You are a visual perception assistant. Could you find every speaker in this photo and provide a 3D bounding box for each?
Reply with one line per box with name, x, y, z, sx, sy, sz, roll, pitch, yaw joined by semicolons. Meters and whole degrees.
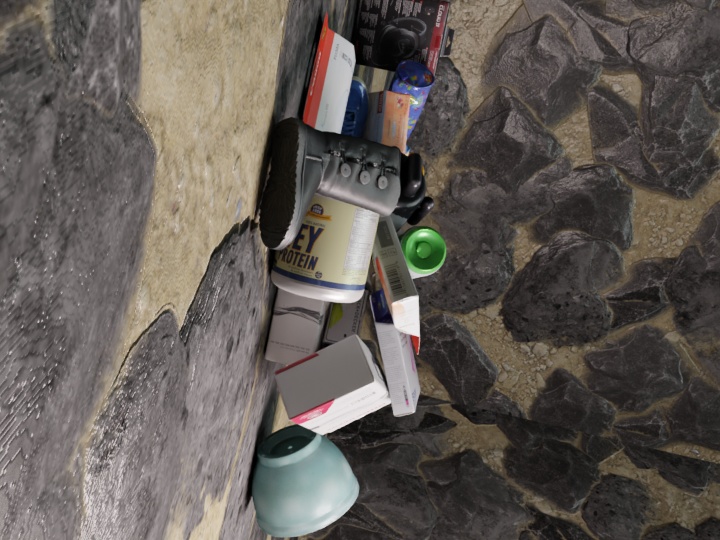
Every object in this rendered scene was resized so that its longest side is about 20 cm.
speaker;0.096;-0.030;1.379;0.200;0.087;0.090;155;-53;-82

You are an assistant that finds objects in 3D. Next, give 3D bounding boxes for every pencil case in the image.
pencil case;0.076;-0.318;1.541;0.078;0.086;0.201;56;-39;27

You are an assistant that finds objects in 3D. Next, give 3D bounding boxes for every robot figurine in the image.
robot figurine;0.041;-0.131;1.375;0.125;0.151;0.200;-38;173;-36

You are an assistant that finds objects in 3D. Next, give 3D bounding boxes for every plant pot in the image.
plant pot;-0.115;0.367;1.412;0.201;0.197;0.136;-68;143;-72

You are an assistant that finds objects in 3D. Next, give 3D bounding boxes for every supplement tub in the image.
supplement tub;-0.047;-0.066;1.147;0.145;0.143;0.203;-53;155;-82

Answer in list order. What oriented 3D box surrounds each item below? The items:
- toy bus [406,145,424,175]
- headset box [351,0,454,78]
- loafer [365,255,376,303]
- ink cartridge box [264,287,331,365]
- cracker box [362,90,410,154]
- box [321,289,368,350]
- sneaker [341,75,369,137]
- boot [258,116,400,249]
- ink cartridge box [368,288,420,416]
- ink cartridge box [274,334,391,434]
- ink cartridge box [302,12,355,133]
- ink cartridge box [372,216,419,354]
toy bus;0.043;-0.258;1.697;0.137;0.197;0.194;-77;170;-51
headset box;0.087;-0.473;1.537;0.077;0.197;0.151;-70;171;-69
loafer;0.000;0.000;1.355;0.200;0.074;0.071;92;13;-69
ink cartridge box;-0.094;0.053;1.306;0.145;0.083;0.203;-28;130;-85
cracker box;0.022;-0.269;1.490;0.199;0.057;0.136;17;-78;63
box;-0.034;0.125;1.379;0.201;0.059;0.118;102;0;-60
sneaker;-0.026;-0.244;1.411;0.112;0.076;0.202;-96;-161;-54
boot;-0.033;-0.099;1.019;0.199;0.065;0.167;8;95;-49
ink cartridge box;0.064;0.132;1.336;0.196;0.043;0.203;-18;97;-82
ink cartridge box;-0.037;0.188;1.239;0.200;0.144;0.084;58;7;-70
ink cartridge box;-0.046;-0.289;1.208;0.200;0.047;0.163;81;21;-87
ink cartridge box;0.054;0.032;1.280;0.201;0.049;0.164;86;-11;-57
